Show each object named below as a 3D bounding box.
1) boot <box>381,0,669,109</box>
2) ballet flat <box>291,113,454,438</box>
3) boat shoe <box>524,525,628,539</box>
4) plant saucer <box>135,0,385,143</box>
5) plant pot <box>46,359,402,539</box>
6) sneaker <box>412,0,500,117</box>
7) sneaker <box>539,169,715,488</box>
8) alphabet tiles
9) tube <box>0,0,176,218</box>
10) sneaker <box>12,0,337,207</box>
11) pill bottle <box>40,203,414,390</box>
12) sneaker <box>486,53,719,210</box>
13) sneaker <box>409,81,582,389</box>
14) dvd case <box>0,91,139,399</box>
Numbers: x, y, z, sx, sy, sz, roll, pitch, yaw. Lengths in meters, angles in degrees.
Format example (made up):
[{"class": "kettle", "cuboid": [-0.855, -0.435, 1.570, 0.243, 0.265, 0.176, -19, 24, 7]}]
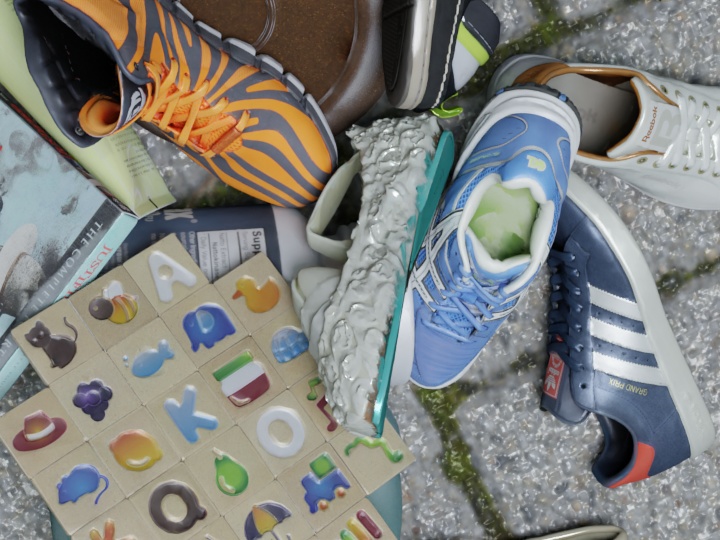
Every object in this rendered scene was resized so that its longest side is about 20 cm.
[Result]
[{"class": "boot", "cuboid": [0.095, -0.167, 0.919, 0.149, 0.073, 0.202, 13, 78, -13]}, {"class": "ballet flat", "cuboid": [0.000, 0.000, 0.912, 0.071, 0.201, 0.072, 9, 140, 8]}, {"class": "boat shoe", "cuboid": [0.065, 0.189, 1.058, 0.198, 0.071, 0.063, -3, 113, -13]}, {"class": "plant saucer", "cuboid": [-0.071, -0.143, 0.956, 0.198, 0.032, 0.202, 3, 120, 6]}, {"class": "plant pot", "cuboid": [-0.067, 0.159, 0.952, 0.198, 0.135, 0.201, -6, 145, -4]}, {"class": "sneaker", "cuboid": [-0.011, -0.157, 0.983, 0.199, 0.072, 0.083, 37, 95, -13]}, {"class": "sneaker", "cuboid": [0.131, 0.038, 1.039, 0.084, 0.075, 0.201, -29, 104, -7]}, {"class": "alphabet tiles", "cuboid": [-0.075, 0.084, 0.880, 0.166, 0.006, 0.201, -33, 80, -24]}, {"class": "tube", "cuboid": [-0.172, -0.109, 0.956, 0.200, 0.052, 0.058, 50, 54, -2]}, {"class": "sneaker", "cuboid": [-0.099, -0.082, 0.911, 0.199, 0.112, 0.078, 38, 119, -15]}, {"class": "pill bottle", "cuboid": [-0.075, 0.025, 0.983, 0.198, 0.120, 0.121, -3, 101, -8]}, {"class": "sneaker", "cuboid": [0.173, -0.073, 1.021, 0.198, 0.085, 0.074, 10, 97, -12]}, {"class": "sneaker", "cuboid": [0.060, -0.007, 0.992, 0.075, 0.077, 0.201, 18, 127, -3]}, {"class": "dvd case", "cuboid": [-0.225, -0.029, 0.940, 0.200, 0.022, 0.146, 41, 94, 24]}]
